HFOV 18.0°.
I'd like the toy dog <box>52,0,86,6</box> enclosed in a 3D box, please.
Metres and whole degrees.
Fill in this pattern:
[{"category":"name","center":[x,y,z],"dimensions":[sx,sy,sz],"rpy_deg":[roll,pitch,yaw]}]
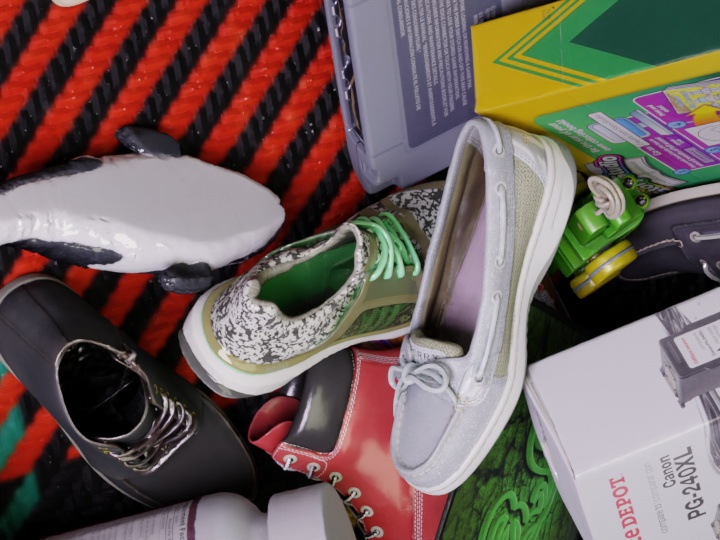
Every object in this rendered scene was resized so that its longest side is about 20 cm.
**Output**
[{"category":"toy dog","center":[-0.126,-0.218,1.150],"dimensions":[0.200,0.096,0.132],"rpy_deg":[-27,115,-31]}]

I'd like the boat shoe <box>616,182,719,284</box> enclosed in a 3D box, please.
[{"category":"boat shoe","center":[0.217,-0.015,1.314],"dimensions":[0.073,0.200,0.063],"rpy_deg":[12,68,-42]}]

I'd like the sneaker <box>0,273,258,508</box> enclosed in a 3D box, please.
[{"category":"sneaker","center":[-0.118,0.090,1.239],"dimensions":[0.075,0.106,0.200],"rpy_deg":[-49,121,-2]}]

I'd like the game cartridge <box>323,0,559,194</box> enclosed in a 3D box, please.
[{"category":"game cartridge","center":[0.048,-0.138,1.236],"dimensions":[0.133,0.041,0.200],"rpy_deg":[-24,142,-12]}]

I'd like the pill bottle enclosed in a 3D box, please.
[{"category":"pill bottle","center":[-0.102,0.183,1.238],"dimensions":[0.200,0.110,0.110],"rpy_deg":[-15,117,9]}]

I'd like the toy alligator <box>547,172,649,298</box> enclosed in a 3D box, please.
[{"category":"toy alligator","center":[0.138,-0.032,1.279],"dimensions":[0.054,0.200,0.059],"rpy_deg":[-34,83,-12]}]

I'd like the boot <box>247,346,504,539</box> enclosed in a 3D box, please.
[{"category":"boot","center":[-0.001,0.136,1.296],"dimensions":[0.144,0.072,0.200],"rpy_deg":[2,102,-21]}]

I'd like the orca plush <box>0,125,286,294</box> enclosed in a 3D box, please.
[{"category":"orca plush","center":[-0.137,-0.011,1.213],"dimensions":[0.200,0.105,0.071],"rpy_deg":[-21,159,-43]}]

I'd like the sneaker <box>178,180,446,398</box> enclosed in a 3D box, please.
[{"category":"sneaker","center":[0.000,0.000,1.226],"dimensions":[0.200,0.089,0.077],"rpy_deg":[-31,80,-31]}]

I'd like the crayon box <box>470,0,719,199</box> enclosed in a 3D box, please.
[{"category":"crayon box","center":[0.184,-0.100,1.242],"dimensions":[0.200,0.172,0.058],"rpy_deg":[24,61,-53]}]

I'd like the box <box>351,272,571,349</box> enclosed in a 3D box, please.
[{"category":"box","center":[0.070,0.073,1.360],"dimensions":[0.137,0.039,0.200],"rpy_deg":[-34,119,-9]}]

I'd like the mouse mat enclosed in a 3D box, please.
[{"category":"mouse mat","center":[0.096,0.125,1.308],"dimensions":[0.161,0.008,0.200],"rpy_deg":[27,80,-55]}]

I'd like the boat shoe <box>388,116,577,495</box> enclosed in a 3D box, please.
[{"category":"boat shoe","center":[0.053,0.019,1.214],"dimensions":[0.065,0.074,0.202],"rpy_deg":[16,96,-36]}]

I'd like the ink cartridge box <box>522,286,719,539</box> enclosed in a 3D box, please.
[{"category":"ink cartridge box","center":[0.203,0.083,1.255],"dimensions":[0.200,0.083,0.145],"rpy_deg":[-23,142,0]}]
